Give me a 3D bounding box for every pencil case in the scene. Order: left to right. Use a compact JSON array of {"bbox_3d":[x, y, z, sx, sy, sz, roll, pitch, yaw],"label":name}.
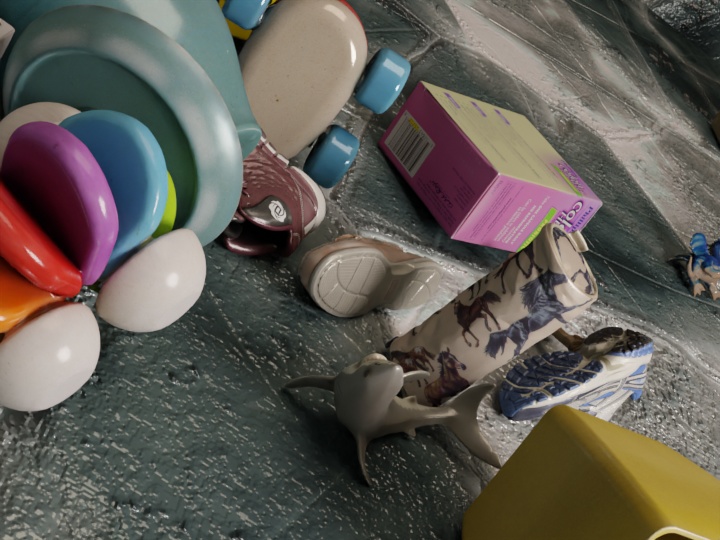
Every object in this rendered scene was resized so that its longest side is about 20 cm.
[{"bbox_3d":[0.116,0.041,0.961,0.078,0.200,0.090,45,23,-17],"label":"pencil case"}]

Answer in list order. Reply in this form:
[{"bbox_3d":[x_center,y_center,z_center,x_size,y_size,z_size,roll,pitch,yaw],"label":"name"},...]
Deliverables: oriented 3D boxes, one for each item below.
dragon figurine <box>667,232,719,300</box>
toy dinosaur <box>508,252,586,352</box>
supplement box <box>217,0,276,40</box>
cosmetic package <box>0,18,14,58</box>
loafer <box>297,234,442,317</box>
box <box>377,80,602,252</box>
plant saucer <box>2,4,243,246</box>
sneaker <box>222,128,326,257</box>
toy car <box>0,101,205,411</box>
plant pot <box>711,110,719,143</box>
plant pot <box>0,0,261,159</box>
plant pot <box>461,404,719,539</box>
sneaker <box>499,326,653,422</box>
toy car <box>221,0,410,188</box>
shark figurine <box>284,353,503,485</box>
[{"bbox_3d":[0.500,-0.015,1.636,0.200,0.059,0.100,9,43,-45],"label":"dragon figurine"},{"bbox_3d":[0.187,0.031,1.227,0.101,0.058,0.200,42,11,-35],"label":"toy dinosaur"},{"bbox_3d":[-0.125,-0.314,1.204,0.200,0.109,0.109,5,23,-46],"label":"supplement box"},{"bbox_3d":[-0.326,-0.117,0.740,0.085,0.108,0.200,36,29,-10],"label":"cosmetic package"},{"bbox_3d":[0.000,0.000,1.027,0.063,0.072,0.200,39,18,30],"label":"loafer"},{"bbox_3d":[0.152,-0.115,1.299,0.200,0.097,0.176,8,37,-44],"label":"box"},{"bbox_3d":[-0.179,-0.090,0.792,0.200,0.200,0.027,40,40,-3],"label":"plant saucer"},{"bbox_3d":[-0.122,-0.086,0.978,0.200,0.076,0.116,37,33,-9],"label":"sneaker"},{"bbox_3d":[-0.199,-0.028,0.691,0.200,0.150,0.175,-37,78,-28],"label":"toy car"},{"bbox_3d":[0.868,-0.302,2.337,0.177,0.200,0.200,21,33,-12],"label":"plant pot"},{"bbox_3d":[-0.183,-0.151,0.888,0.188,0.200,0.200,58,31,4],"label":"plant pot"},{"bbox_3d":[0.190,0.221,0.838,0.200,0.200,0.177,22,23,-31],"label":"plant pot"},{"bbox_3d":[0.221,0.125,1.101,0.200,0.085,0.077,-16,22,-33],"label":"sneaker"},{"bbox_3d":[-0.068,-0.214,1.131,0.184,0.177,0.200,31,19,-14],"label":"toy car"},{"bbox_3d":[0.024,0.129,0.889,0.214,0.128,0.090,29,53,-56],"label":"shark figurine"}]
